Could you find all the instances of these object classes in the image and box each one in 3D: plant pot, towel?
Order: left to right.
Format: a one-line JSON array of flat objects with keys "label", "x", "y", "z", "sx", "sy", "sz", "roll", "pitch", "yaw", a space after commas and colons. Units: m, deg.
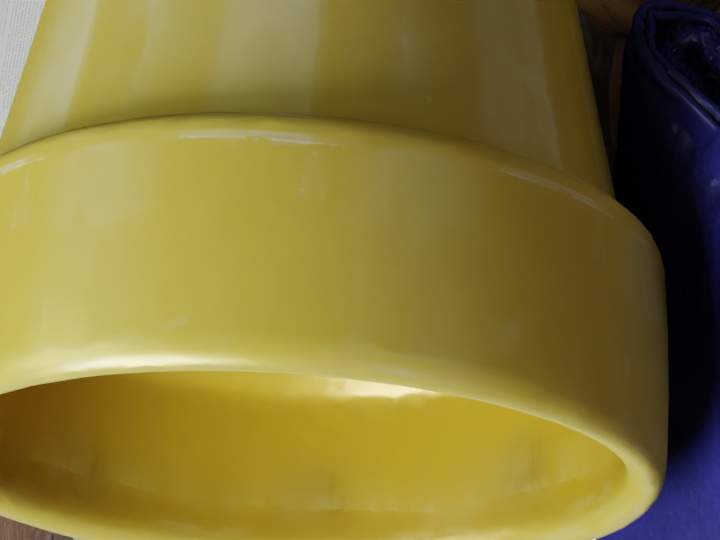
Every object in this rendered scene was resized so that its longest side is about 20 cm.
[{"label": "plant pot", "x": -0.016, "y": -0.032, "z": 0.711, "sx": 0.201, "sy": 0.199, "sz": 0.190, "roll": 145, "pitch": 132, "yaw": -59}, {"label": "towel", "x": 0.111, "y": 0.041, "z": 0.727, "sx": 0.201, "sy": 0.049, "sz": 0.148, "roll": 92, "pitch": 162, "yaw": -44}]

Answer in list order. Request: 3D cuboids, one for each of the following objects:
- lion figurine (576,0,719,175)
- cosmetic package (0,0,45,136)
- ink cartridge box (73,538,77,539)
[{"label": "lion figurine", "x": 0.102, "y": -0.054, "z": 0.875, "sx": 0.122, "sy": 0.072, "sz": 0.202, "roll": 26, "pitch": 125, "yaw": 55}, {"label": "cosmetic package", "x": -0.096, "y": -0.046, "z": 0.873, "sx": 0.151, "sy": 0.051, "sz": 0.202, "roll": 13, "pitch": 94, "yaw": 61}, {"label": "ink cartridge box", "x": -0.099, "y": 0.065, "z": 1.297, "sx": 0.145, "sy": 0.048, "sz": 0.202, "roll": -177, "pitch": 87, "yaw": -65}]
